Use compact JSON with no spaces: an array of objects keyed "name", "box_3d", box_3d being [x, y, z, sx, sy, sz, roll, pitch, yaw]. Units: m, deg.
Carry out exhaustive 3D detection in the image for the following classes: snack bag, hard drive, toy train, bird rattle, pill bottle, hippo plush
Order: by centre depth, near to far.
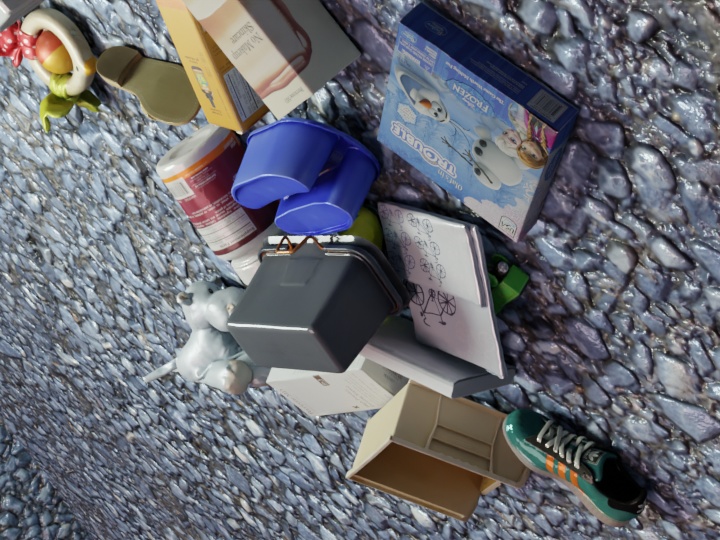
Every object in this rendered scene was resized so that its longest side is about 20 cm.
[{"name":"snack bag","box_3d":[0.095,0.021,1.656,0.188,0.021,0.201,20,129,54]},{"name":"toy train","box_3d":[0.140,0.035,1.672,0.056,0.042,0.200,37,153,-5]},{"name":"hard drive","box_3d":[0.078,0.105,1.761,0.200,0.132,0.027,24,110,37]},{"name":"pill bottle","box_3d":[-0.170,-0.087,1.852,0.114,0.114,0.200,-5,125,56]},{"name":"bird rattle","box_3d":[-0.435,-0.309,1.985,0.163,0.113,0.200,-30,90,50]},{"name":"hippo plush","box_3d":[-0.214,0.090,2.163,0.199,0.159,0.161,6,104,31]}]

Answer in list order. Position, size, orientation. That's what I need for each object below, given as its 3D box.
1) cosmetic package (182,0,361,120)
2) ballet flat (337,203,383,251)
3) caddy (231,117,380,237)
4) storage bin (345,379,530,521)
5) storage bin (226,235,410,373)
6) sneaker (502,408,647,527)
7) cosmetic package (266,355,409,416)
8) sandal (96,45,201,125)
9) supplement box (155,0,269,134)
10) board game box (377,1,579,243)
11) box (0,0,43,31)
[{"name":"cosmetic package","box_3d":[-0.107,-0.278,1.542,0.200,0.087,0.103,50,151,-7]},{"name":"ballet flat","box_3d":[0.000,0.000,1.784,0.067,0.067,0.200,28,148,28]},{"name":"caddy","box_3d":[-0.065,-0.120,1.681,0.141,0.105,0.200,32,158,-24]},{"name":"storage bin","box_3d":[0.110,0.246,1.867,0.198,0.094,0.200,22,153,-8]},{"name":"storage bin","box_3d":[-0.066,0.042,1.707,0.200,0.134,0.146,0,136,41]},{"name":"sneaker","box_3d":[0.269,0.231,1.725,0.200,0.071,0.080,37,147,6]},{"name":"cosmetic package","box_3d":[-0.026,0.143,1.941,0.200,0.074,0.102,-15,134,45]},{"name":"sandal","box_3d":[-0.263,-0.234,1.856,0.212,0.078,0.070,32,170,36]},{"name":"supplement box","box_3d":[-0.175,-0.265,1.677,0.066,0.069,0.200,21,141,41]},{"name":"board game box","box_3d":[0.115,-0.150,1.453,0.200,0.043,0.199,37,152,16]},{"name":"box","box_3d":[-0.439,-0.417,1.694,0.199,0.200,0.171,52,154,-13]}]
